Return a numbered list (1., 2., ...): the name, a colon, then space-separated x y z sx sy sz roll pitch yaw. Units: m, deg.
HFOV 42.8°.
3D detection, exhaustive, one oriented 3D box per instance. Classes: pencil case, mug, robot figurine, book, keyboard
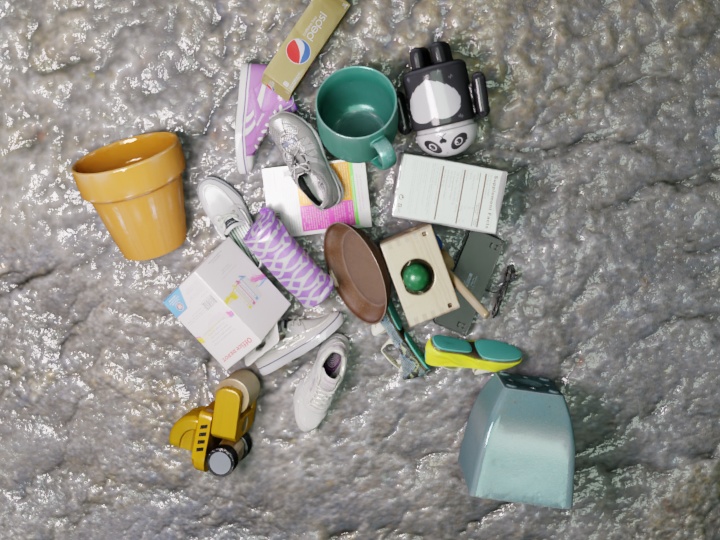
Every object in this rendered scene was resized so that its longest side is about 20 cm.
1. pencil case: -0.129 -0.020 1.714 0.083 0.086 0.201 -19 122 41
2. mug: -0.006 -0.259 1.661 0.148 0.115 0.189 2 66 3
3. robot figurine: 0.145 -0.309 1.672 0.123 0.149 0.205 -18 100 -28
4. book: -0.081 -0.138 1.738 0.195 0.048 0.137 -6 100 2
5. keyboard: 0.230 0.031 1.783 0.125 0.021 0.204 23 99 2

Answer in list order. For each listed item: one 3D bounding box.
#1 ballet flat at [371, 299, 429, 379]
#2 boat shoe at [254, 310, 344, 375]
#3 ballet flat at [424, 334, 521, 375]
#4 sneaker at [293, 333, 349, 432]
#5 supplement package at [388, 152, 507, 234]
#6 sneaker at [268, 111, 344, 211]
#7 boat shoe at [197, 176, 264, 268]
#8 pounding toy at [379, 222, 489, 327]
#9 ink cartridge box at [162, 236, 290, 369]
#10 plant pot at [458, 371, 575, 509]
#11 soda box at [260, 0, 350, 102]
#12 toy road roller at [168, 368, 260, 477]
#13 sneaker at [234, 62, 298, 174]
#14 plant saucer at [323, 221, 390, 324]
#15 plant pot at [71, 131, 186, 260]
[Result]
1. ballet flat: 0.059 0.125 1.772 0.073 0.074 0.203 -29 97 4
2. boat shoe: -0.126 0.122 1.768 0.198 0.071 0.071 -31 101 10
3. ballet flat: 0.214 0.169 1.783 0.195 0.067 0.068 9 124 -16
4. sneaker: -0.079 0.221 1.767 0.073 0.100 0.204 20 100 -6
5. supplement package: 0.159 -0.145 1.704 0.195 0.117 0.120 10 97 -3
6. sneaker: -0.100 -0.198 1.658 0.074 0.082 0.201 -33 98 25
7. boat shoe: -0.236 -0.090 1.730 0.073 0.067 0.201 -38 98 5
8. pounding toy: 0.130 0.012 1.678 0.139 0.200 0.188 -21 94 2
9. ink cartridge box: -0.238 0.070 1.705 0.200 0.126 0.128 47 131 -9
10. plant pot: 0.302 0.307 1.740 0.191 0.196 0.205 7 99 -2
11. soda box: -0.099 -0.409 1.655 0.063 0.068 0.202 33 80 -6
12. toy road roller: -0.283 0.286 1.765 0.143 0.123 0.205 13 100 8
13. sneaker: -0.174 -0.276 1.701 0.111 0.073 0.205 6 99 -5
14. plant saucer: 0.000 0.000 1.703 0.036 0.199 0.204 -25 100 -28
15. plant pot: -0.399 -0.128 1.669 0.196 0.201 0.187 -13 114 1
